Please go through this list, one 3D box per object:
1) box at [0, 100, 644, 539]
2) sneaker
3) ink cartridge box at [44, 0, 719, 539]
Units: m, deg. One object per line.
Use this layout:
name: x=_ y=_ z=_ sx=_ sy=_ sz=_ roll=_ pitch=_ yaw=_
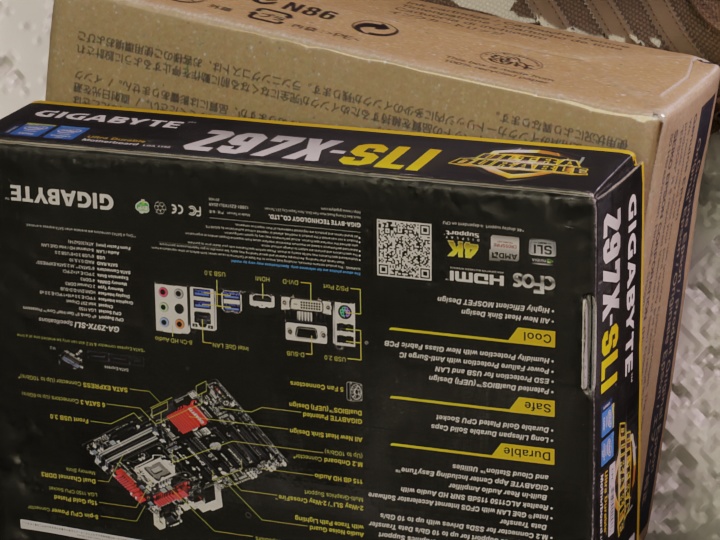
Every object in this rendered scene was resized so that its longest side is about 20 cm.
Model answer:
box: x=-0.018 y=0.038 z=0.857 sx=0.199 sy=0.049 sz=0.161 roll=5 pitch=110 yaw=21
sneaker: x=0.097 y=-0.068 z=0.925 sx=0.199 sy=0.070 sz=0.076 roll=9 pitch=106 yaw=21
ink cartridge box: x=0.000 y=0.000 z=0.906 sx=0.199 sy=0.075 sz=0.166 roll=14 pitch=112 yaw=17
